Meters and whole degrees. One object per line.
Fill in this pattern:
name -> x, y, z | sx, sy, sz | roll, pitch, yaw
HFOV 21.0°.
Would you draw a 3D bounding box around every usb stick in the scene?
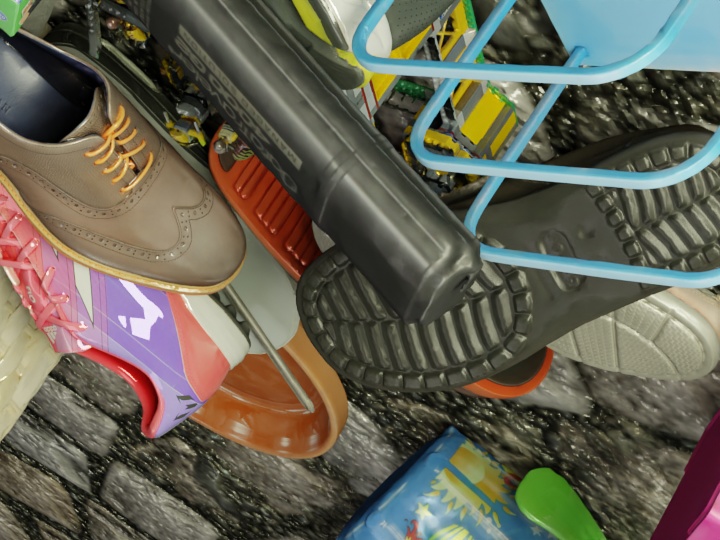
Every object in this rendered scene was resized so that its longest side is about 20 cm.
usb stick -> -0.030, -0.062, 0.707 | 0.200, 0.033, 0.056 | 48, 157, 13

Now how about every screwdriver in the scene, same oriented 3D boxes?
screwdriver -> -0.074, -0.005, 0.974 | 0.028, 0.029, 0.200 | -22, 122, 23

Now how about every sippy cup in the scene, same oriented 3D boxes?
sippy cup -> 0.062, 0.166, 1.103 | 0.130, 0.178, 0.140 | 46, -163, 0

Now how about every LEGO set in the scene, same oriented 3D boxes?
LEGO set -> -0.039, -0.077, 0.815 | 0.199, 0.116, 0.154 | 25, 152, 20

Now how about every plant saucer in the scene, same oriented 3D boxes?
plant saucer -> -0.092, 0.039, 1.167 | 0.200, 0.032, 0.201 | 28, 153, 16

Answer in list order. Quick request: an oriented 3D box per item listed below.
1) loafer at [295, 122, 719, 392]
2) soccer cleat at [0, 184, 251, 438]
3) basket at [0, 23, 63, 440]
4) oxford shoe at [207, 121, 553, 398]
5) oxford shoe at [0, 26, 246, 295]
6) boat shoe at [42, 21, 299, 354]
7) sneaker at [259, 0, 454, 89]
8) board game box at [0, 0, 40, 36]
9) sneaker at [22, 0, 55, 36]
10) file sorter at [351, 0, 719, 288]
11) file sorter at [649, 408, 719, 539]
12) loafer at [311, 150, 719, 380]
loafer -> 0.069, -0.006, 0.785 | 0.199, 0.071, 0.073 | -17, 101, 22
soccer cleat -> -0.144, -0.004, 0.944 | 0.200, 0.073, 0.068 | 44, 163, -15
basket -> -0.245, -0.038, 1.032 | 0.160, 0.200, 0.199 | 6, 142, 41
oxford shoe -> 0.000, 0.000, 0.956 | 0.200, 0.071, 0.072 | 41, 159, -11
oxford shoe -> -0.123, -0.050, 0.875 | 0.200, 0.072, 0.073 | 35, 162, -28
boat shoe -> -0.096, -0.045, 1.000 | 0.071, 0.064, 0.200 | -29, 111, 26
sneaker -> -0.030, -0.167, 0.715 | 0.201, 0.084, 0.074 | 61, 155, -8
board game box -> -0.177, -0.200, 0.756 | 0.200, 0.135, 0.029 | 35, 154, -1
sneaker -> -0.205, -0.185, 0.884 | 0.104, 0.075, 0.201 | 24, 148, 24
file sorter -> 0.068, -0.107, 0.640 | 0.138, 0.123, 0.200 | 8, 142, 42
file sorter -> 0.202, 0.113, 0.828 | 0.125, 0.139, 0.200 | 30, 153, 7
loafer -> 0.075, -0.012, 0.865 | 0.199, 0.063, 0.072 | 17, 143, 25
